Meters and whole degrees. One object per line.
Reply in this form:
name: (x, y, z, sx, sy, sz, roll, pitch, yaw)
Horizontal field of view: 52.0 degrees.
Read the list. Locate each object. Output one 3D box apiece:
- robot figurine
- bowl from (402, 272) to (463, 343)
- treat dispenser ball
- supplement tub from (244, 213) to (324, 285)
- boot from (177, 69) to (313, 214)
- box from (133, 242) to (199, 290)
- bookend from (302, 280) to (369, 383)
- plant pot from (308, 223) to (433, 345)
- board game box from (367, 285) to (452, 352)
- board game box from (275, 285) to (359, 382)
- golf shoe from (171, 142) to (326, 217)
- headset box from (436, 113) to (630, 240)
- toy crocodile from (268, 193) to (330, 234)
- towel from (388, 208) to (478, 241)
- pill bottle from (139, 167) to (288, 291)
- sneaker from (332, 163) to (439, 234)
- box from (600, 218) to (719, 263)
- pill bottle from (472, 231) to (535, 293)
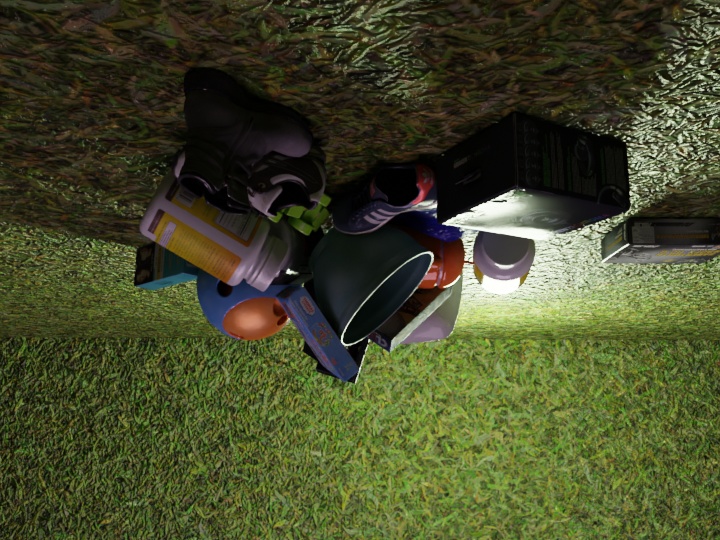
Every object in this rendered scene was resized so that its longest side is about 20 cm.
robot figurine: (0.101, -0.027, 1.326, 0.195, 0.119, 0.145, 2, 152, -3)
bowl: (0.107, 0.045, 1.534, 0.196, 0.203, 0.075, -6, 141, 28)
treat dispenser ball: (-0.206, 0.028, 1.383, 0.196, 0.206, 0.201, 0, 169, 0)
supplement tub: (-0.129, -0.038, 1.217, 0.120, 0.126, 0.200, -3, 178, 17)
boot: (-0.128, -0.123, 0.823, 0.069, 0.135, 0.198, -9, 165, 36)
box: (-0.382, -0.017, 1.473, 0.049, 0.084, 0.198, 13, 163, -42)
bookend: (-0.048, 0.086, 1.414, 0.090, 0.202, 0.200, 13, 163, 24)
plant pot: (0.000, 0.000, 1.174, 0.200, 0.134, 0.201, -40, 162, -16)
board game box: (0.061, 0.050, 1.348, 0.134, 0.035, 0.199, 31, -133, 25)
board game box: (-0.074, 0.096, 1.187, 0.036, 0.153, 0.200, -35, -173, -9)
golf shoe: (-0.139, -0.116, 0.920, 0.195, 0.096, 0.078, -1, 145, -4)
headset box: (0.212, -0.114, 0.954, 0.196, 0.095, 0.173, 7, 166, -28)
toy crocodile: (-0.103, -0.104, 1.069, 0.061, 0.068, 0.199, 37, -173, 31)
towel: (0.126, -0.091, 1.177, 0.197, 0.051, 0.146, 11, 165, -40)
pill bottle: (-0.204, -0.053, 1.052, 0.198, 0.111, 0.109, 31, 161, -12)
sneaker: (0.025, -0.108, 1.051, 0.197, 0.077, 0.084, -20, 161, 33)
box: (0.559, -0.052, 1.352, 0.195, 0.050, 0.159, 1, 168, 0)
pill bottle: (0.254, -0.028, 1.318, 0.109, 0.114, 0.200, -1, 169, 9)
